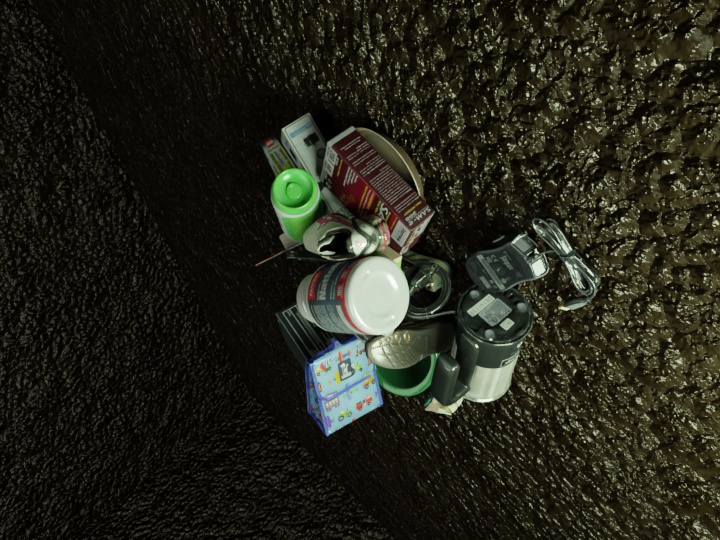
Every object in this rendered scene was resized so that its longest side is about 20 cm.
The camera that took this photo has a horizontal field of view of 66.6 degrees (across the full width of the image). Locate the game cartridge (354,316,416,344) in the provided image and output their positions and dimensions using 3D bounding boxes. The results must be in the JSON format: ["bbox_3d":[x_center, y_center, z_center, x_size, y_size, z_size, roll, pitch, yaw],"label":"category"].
[{"bbox_3d":[0.039,0.094,1.152,0.200,0.132,0.041,41,154,27],"label":"game cartridge"}]

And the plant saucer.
[{"bbox_3d":[0.041,-0.157,0.942,0.200,0.032,0.202,40,152,26],"label":"plant saucer"}]

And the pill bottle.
[{"bbox_3d":[-0.023,0.044,0.911,0.199,0.119,0.121,-7,118,55],"label":"pill bottle"}]

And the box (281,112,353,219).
[{"bbox_3d":[-0.073,-0.181,1.033,0.202,0.060,0.117,59,173,-6],"label":"box"}]

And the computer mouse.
[{"bbox_3d":[0.245,0.000,0.777,0.141,0.046,0.200,49,151,-2],"label":"computer mouse"}]

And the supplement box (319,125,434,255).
[{"bbox_3d":[0.022,-0.126,0.908,0.200,0.061,0.109,47,155,11],"label":"supplement box"}]

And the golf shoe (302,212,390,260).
[{"bbox_3d":[-0.046,-0.055,0.907,0.198,0.091,0.074,-1,104,51],"label":"golf shoe"}]

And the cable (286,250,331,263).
[{"bbox_3d":[-0.061,-0.016,1.164,0.096,0.198,0.051,7,96,44],"label":"cable"}]

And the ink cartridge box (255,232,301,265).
[{"bbox_3d":[-0.139,-0.076,1.194,0.199,0.172,0.044,-16,100,64],"label":"ink cartridge box"}]

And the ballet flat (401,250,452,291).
[{"bbox_3d":[0.087,-0.005,1.023,0.199,0.062,0.068,15,136,54],"label":"ballet flat"}]

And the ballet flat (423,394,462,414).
[{"bbox_3d":[0.189,0.284,1.220,0.067,0.068,0.201,37,154,15],"label":"ballet flat"}]

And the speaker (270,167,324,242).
[{"bbox_3d":[-0.111,-0.113,0.991,0.089,0.088,0.200,49,171,8],"label":"speaker"}]

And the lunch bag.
[{"bbox_3d":[-0.042,0.224,1.175,0.094,0.149,0.203,36,141,48],"label":"lunch bag"}]

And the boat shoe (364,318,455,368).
[{"bbox_3d":[0.090,0.137,1.053,0.073,0.197,0.076,15,108,60],"label":"boat shoe"}]

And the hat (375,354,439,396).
[{"bbox_3d":[0.118,0.185,1.270,0.165,0.176,0.201,42,114,11],"label":"hat"}]

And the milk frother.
[{"bbox_3d":[0.164,0.101,0.922,0.190,0.178,0.201,88,159,-50],"label":"milk frother"}]

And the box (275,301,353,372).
[{"bbox_3d":[-0.066,0.151,1.301,0.200,0.196,0.124,48,158,37],"label":"box"}]

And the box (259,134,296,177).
[{"bbox_3d":[-0.148,-0.188,1.152,0.111,0.034,0.200,56,174,15],"label":"box"}]

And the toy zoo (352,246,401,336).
[{"bbox_3d":[0.014,0.029,0.978,0.131,0.020,0.203,37,138,35],"label":"toy zoo"}]
